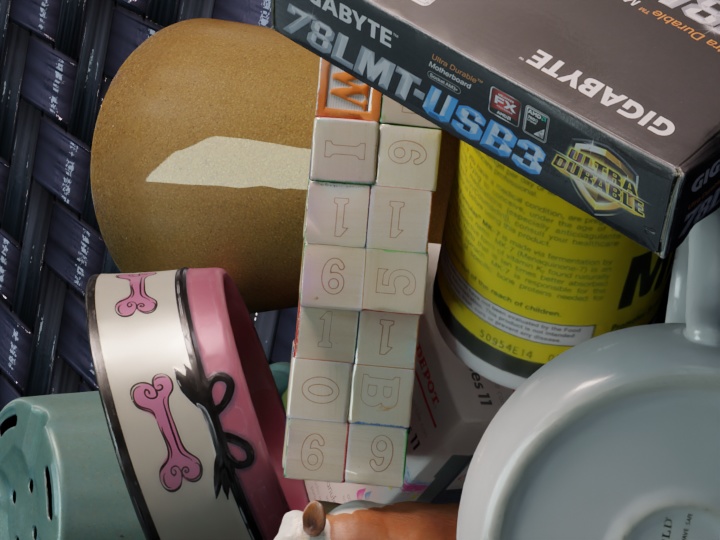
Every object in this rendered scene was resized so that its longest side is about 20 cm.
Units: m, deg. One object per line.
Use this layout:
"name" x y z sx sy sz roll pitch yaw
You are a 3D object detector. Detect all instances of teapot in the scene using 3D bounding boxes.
"teapot" 0.134 0.105 0.776 0.200 0.198 0.146 -38 4 10

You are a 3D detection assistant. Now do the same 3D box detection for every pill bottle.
"pill bottle" 0.100 -0.047 0.826 0.201 0.114 0.115 97 154 -43

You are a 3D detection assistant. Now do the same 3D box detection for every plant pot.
"plant pot" -0.135 0.159 1.159 0.200 0.195 0.201 -7 81 57
"plant pot" -0.024 -0.059 1.046 0.199 0.186 0.187 4 90 43

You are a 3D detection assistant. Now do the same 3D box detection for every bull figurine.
"bull figurine" 0.047 0.157 0.868 0.065 0.199 0.122 -52 56 40

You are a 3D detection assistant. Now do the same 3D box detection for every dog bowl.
"dog bowl" -0.084 0.087 0.978 0.200 0.073 0.201 -18 -90 -89

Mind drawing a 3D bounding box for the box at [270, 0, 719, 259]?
"box" 0.100 -0.116 0.718 0.200 0.198 0.050 33 141 27

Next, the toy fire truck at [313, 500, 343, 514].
"toy fire truck" 0.000 0.230 0.943 0.129 0.175 0.200 59 135 36

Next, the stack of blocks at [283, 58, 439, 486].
"stack of blocks" 0.000 0.000 0.865 0.115 0.058 0.201 -114 30 -86

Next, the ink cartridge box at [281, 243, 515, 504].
"ink cartridge box" 0.038 0.064 0.973 0.200 0.067 0.118 -52 45 42
